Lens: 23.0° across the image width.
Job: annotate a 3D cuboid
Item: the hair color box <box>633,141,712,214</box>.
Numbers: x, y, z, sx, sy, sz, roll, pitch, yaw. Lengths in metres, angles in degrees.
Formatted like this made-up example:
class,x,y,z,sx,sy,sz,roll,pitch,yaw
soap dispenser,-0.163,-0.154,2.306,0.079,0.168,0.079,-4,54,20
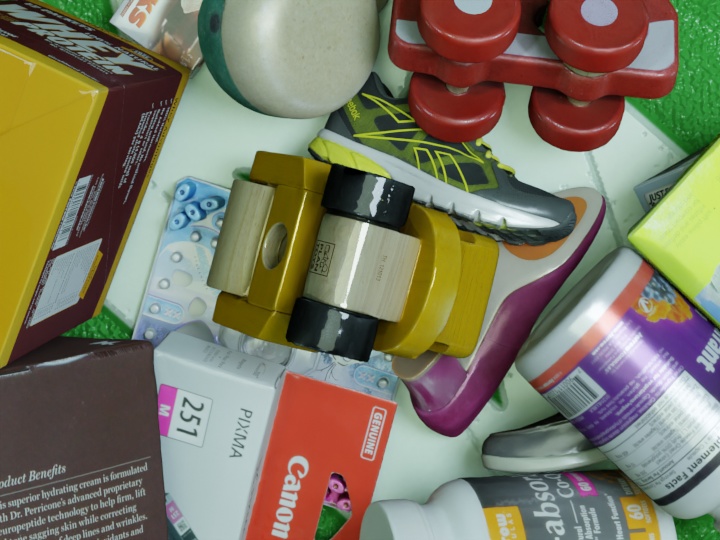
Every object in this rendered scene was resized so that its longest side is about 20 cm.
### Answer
class,x,y,z,sx,sy,sz,roll,pitch,yaw
hair color box,0.279,0.006,1.206,0.099,0.061,0.201,-28,93,-28

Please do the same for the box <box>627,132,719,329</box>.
class,x,y,z,sx,sy,sz,roll,pitch,yaw
box,0.282,0.003,1.128,0.200,0.048,0.122,43,102,3

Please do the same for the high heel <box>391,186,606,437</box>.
class,x,y,z,sx,sy,sz,roll,pitch,yaw
high heel,0.111,0.032,1.263,0.200,0.096,0.067,-49,50,-10

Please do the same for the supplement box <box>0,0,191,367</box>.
class,x,y,z,sx,sy,sz,roll,pitch,yaw
supplement box,-0.233,-0.066,1.195,0.132,0.200,0.198,24,103,7

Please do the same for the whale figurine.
class,x,y,z,sx,sy,sz,roll,pitch,yaw
whale figurine,-0.050,-0.206,1.217,0.103,0.159,0.201,10,94,45

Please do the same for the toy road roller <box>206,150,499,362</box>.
class,x,y,z,sx,sy,sz,roll,pitch,yaw
toy road roller,0.000,0.000,1.195,0.145,0.200,0.124,16,89,-33

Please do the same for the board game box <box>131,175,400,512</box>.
class,x,y,z,sx,sy,sz,roll,pitch,yaw
board game box,-0.068,0.056,1.288,0.199,0.026,0.201,18,97,4

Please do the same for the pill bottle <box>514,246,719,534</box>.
class,x,y,z,sx,sy,sz,roll,pitch,yaw
pill bottle,0.207,0.089,1.153,0.200,0.111,0.111,43,98,-1

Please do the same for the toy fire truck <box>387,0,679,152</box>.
class,x,y,z,sx,sy,sz,roll,pitch,yaw
toy fire truck,0.114,-0.181,1.189,0.199,0.112,0.169,5,58,1

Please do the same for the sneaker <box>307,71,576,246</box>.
class,x,y,z,sx,sy,sz,roll,pitch,yaw
sneaker,0.061,-0.080,1.221,0.199,0.074,0.085,21,86,17

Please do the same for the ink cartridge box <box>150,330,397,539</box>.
class,x,y,z,sx,sy,sz,roll,pitch,yaw
ink cartridge box,-0.082,0.162,1.268,0.173,0.044,0.201,17,112,6

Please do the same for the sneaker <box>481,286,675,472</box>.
class,x,y,z,sx,sy,sz,roll,pitch,yaw
sneaker,0.172,0.075,1.246,0.199,0.075,0.107,-15,89,-1

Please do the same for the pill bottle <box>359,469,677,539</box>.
class,x,y,z,sx,sy,sz,roll,pitch,yaw
pill bottle,0.106,0.198,1.207,0.199,0.116,0.117,-2,96,-17

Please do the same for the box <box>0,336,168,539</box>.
class,x,y,z,sx,sy,sz,roll,pitch,yaw
box,-0.245,0.155,1.219,0.164,0.165,0.201,1,97,43

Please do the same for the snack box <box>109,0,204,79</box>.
class,x,y,z,sx,sy,sz,roll,pitch,yaw
snack box,-0.094,-0.238,1.261,0.072,0.024,0.200,36,99,1
